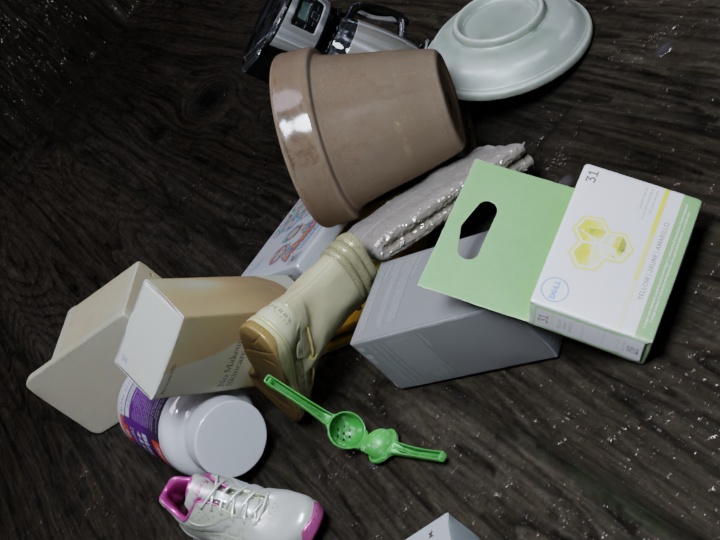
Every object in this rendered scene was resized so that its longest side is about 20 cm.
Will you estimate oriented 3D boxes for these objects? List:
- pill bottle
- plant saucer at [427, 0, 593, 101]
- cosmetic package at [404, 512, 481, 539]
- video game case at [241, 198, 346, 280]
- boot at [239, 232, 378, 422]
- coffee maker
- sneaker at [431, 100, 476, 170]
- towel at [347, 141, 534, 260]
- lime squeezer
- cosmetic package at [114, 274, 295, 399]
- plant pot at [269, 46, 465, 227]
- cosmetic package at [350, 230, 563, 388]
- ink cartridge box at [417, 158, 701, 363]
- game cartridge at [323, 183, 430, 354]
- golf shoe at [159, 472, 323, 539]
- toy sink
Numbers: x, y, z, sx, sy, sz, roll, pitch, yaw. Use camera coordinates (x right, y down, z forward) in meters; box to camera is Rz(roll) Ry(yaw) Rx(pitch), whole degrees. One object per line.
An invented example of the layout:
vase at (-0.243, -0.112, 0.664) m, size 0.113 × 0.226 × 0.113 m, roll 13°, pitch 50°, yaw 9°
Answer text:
pill bottle at (-0.183, 0.164, 1.305) m, size 0.112 × 0.111 × 0.200 m, roll -56°, pitch 28°, yaw -14°
plant saucer at (0.162, -0.272, 1.359) m, size 0.200 × 0.050 × 0.200 m, roll -15°, pitch 40°, yaw 13°
cosmetic package at (0.014, 0.301, 0.918) m, size 0.200 × 0.052 × 0.151 m, roll -37°, pitch 32°, yaw 20°
video game case at (-0.057, -0.061, 1.458) m, size 0.200 × 0.024 × 0.182 m, roll -55°, pitch 19°, yaw -23°
boot at (-0.045, 0.060, 1.215) m, size 0.073 × 0.200 × 0.155 m, roll 34°, pitch 67°, yaw 23°
coffee maker at (-0.043, -0.256, 1.495) m, size 0.192 × 0.200 × 0.135 m, roll -49°, pitch 22°, yaw 45°
sneaker at (0.084, -0.191, 1.420) m, size 0.090 × 0.067 × 0.200 m, roll -26°, pitch 38°, yaw 26°
towel at (0.078, -0.075, 1.242) m, size 0.200 × 0.035 × 0.133 m, roll -34°, pitch 11°, yaw -10°
lime squeezer at (0.003, 0.148, 1.118) m, size 0.200 × 0.071 × 0.038 m, roll 21°, pitch 51°, yaw 30°
cosmetic package at (-0.143, 0.066, 1.234) m, size 0.071 × 0.200 × 0.105 m, roll 38°, pitch 116°, yaw 33°
plant pot at (0.016, -0.163, 1.291) m, size 0.174 × 0.200 × 0.200 m, roll -15°, pitch 38°, yaw 14°
cosmetic package at (0.096, 0.034, 1.107) m, size 0.200 × 0.090 × 0.107 m, roll -13°, pitch 43°, yaw 44°
ink cartridge box at (0.165, -0.022, 0.996) m, size 0.200 × 0.048 × 0.146 m, roll 20°, pitch 64°, yaw 13°
game cartridge at (0.000, 0.000, 1.339) m, size 0.176 × 0.032 × 0.200 m, roll -24°, pitch 37°, yaw 38°
golf shoe at (-0.120, 0.235, 1.151) m, size 0.200 × 0.092 × 0.075 m, roll -13°, pitch 42°, yaw 45°
toy sink at (-0.316, 0.101, 1.555) m, size 0.200 × 0.130 × 0.112 m, roll -34°, pitch 31°, yaw 27°
